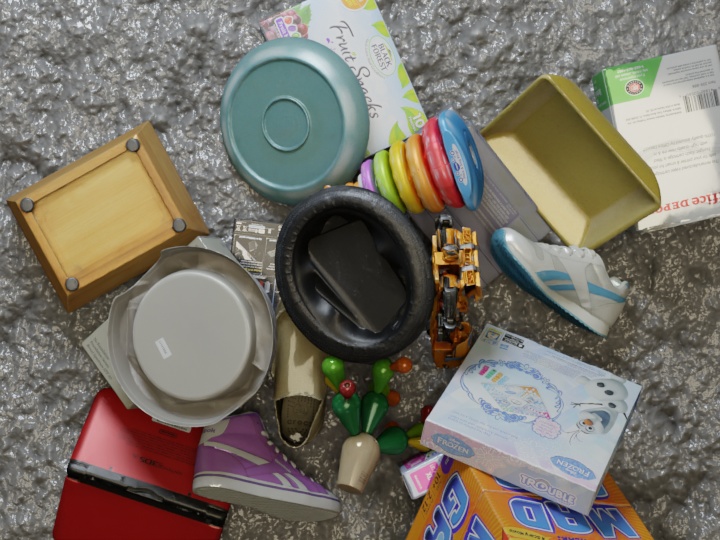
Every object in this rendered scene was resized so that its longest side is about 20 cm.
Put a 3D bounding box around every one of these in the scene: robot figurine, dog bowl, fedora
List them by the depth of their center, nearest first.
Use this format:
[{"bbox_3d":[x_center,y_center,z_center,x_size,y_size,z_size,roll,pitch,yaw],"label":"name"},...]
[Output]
[{"bbox_3d":[-0.183,0.072,1.552,0.198,0.059,0.203,0,91,15],"label":"dog bowl"},{"bbox_3d":[0.000,0.000,1.568,0.198,0.092,0.203,2,99,15],"label":"fedora"},{"bbox_3d":[0.107,0.025,1.597,0.057,0.201,0.146,-1,60,-2],"label":"robot figurine"}]

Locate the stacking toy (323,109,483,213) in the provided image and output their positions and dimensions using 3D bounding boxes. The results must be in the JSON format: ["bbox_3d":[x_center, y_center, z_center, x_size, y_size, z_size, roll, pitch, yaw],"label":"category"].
[{"bbox_3d":[0.038,-0.103,1.601,0.198,0.110,0.117,-17,97,14],"label":"stacking toy"}]

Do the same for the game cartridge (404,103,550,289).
[{"bbox_3d":[0.125,-0.086,1.670,0.129,0.038,0.200,-40,104,0],"label":"game cartridge"}]

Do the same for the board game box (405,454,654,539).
[{"bbox_3d":[0.185,0.334,1.549,0.198,0.200,0.201,10,117,-25],"label":"board game box"}]

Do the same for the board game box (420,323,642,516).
[{"bbox_3d":[0.195,0.162,1.553,0.198,0.199,0.044,22,127,15],"label":"board game box"}]

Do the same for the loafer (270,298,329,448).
[{"bbox_3d":[-0.067,0.122,1.623,0.075,0.068,0.202,-1,114,2],"label":"loafer"}]

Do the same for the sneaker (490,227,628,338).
[{"bbox_3d":[0.238,-0.001,1.661,0.199,0.076,0.081,35,85,-26],"label":"sneaker"}]

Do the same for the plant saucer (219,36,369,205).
[{"bbox_3d":[-0.085,-0.175,1.644,0.198,0.027,0.203,5,104,23],"label":"plant saucer"}]

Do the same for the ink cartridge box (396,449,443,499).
[{"bbox_3d":[0.140,0.207,1.647,0.198,0.119,0.042,-24,89,-2],"label":"ink cartridge box"}]

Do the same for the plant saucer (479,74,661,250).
[{"bbox_3d":[0.252,-0.130,1.630,0.200,0.200,0.048,48,63,-1],"label":"plant saucer"}]

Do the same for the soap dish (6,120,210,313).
[{"bbox_3d":[-0.304,-0.065,1.653,0.199,0.081,0.158,-29,91,-3],"label":"soap dish"}]

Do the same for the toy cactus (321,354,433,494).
[{"bbox_3d":[0.020,0.180,1.608,0.101,0.200,0.166,2,61,33],"label":"toy cactus"}]

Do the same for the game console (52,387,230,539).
[{"bbox_3d":[-0.255,0.265,1.685,0.198,0.119,0.174,18,58,-2],"label":"game console"}]

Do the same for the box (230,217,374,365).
[{"bbox_3d":[-0.064,0.026,1.675,0.198,0.050,0.160,6,90,-2],"label":"box"}]

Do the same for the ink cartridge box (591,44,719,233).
[{"bbox_3d":[0.374,-0.156,1.673,0.144,0.084,0.202,-11,90,-2],"label":"ink cartridge box"}]

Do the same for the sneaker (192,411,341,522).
[{"bbox_3d":[-0.103,0.229,1.652,0.199,0.072,0.115,24,56,-31],"label":"sneaker"}]

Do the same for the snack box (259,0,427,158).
[{"bbox_3d":[-0.019,-0.235,1.676,0.141,0.053,0.202,-25,92,-3],"label":"snack box"}]

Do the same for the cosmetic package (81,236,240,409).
[{"bbox_3d":[-0.219,0.062,1.630,0.200,0.071,0.105,-43,78,12],"label":"cosmetic package"}]
